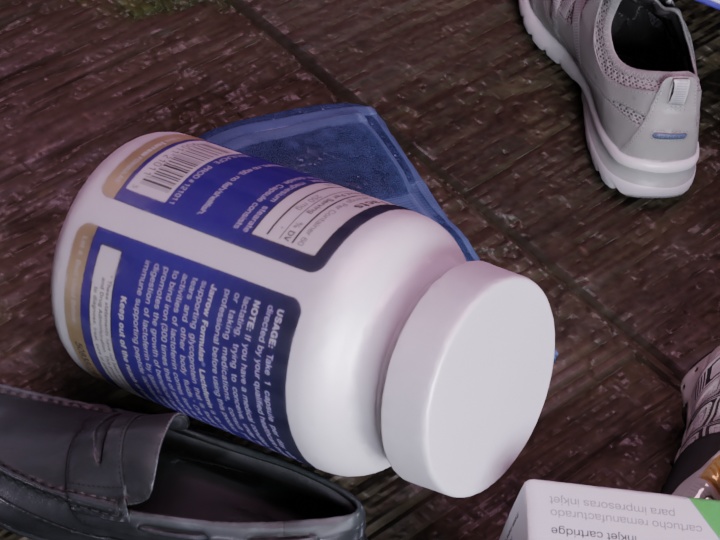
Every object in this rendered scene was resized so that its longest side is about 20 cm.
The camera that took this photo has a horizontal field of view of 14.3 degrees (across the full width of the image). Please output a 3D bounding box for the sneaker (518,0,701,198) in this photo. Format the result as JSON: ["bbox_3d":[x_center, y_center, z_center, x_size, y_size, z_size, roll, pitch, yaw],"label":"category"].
[{"bbox_3d":[0.140,-0.131,1.488,0.074,0.082,0.200,-3,46,-21],"label":"sneaker"}]

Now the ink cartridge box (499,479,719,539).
[{"bbox_3d":[0.128,0.192,1.125,0.145,0.084,0.201,7,49,-9],"label":"ink cartridge box"}]

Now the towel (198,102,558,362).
[{"bbox_3d":[0.000,0.000,1.329,0.111,0.049,0.200,-11,49,-27],"label":"towel"}]

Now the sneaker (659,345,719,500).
[{"bbox_3d":[0.173,0.083,1.293,0.087,0.076,0.200,2,41,49],"label":"sneaker"}]

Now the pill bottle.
[{"bbox_3d":[-0.024,0.020,1.210,0.199,0.116,0.116,20,38,33],"label":"pill bottle"}]

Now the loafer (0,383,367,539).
[{"bbox_3d":[-0.091,0.084,1.193,0.200,0.071,0.068,20,42,4],"label":"loafer"}]

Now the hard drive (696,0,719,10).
[{"bbox_3d":[0.172,-0.178,1.520,0.131,0.025,0.200,19,18,-17],"label":"hard drive"}]
